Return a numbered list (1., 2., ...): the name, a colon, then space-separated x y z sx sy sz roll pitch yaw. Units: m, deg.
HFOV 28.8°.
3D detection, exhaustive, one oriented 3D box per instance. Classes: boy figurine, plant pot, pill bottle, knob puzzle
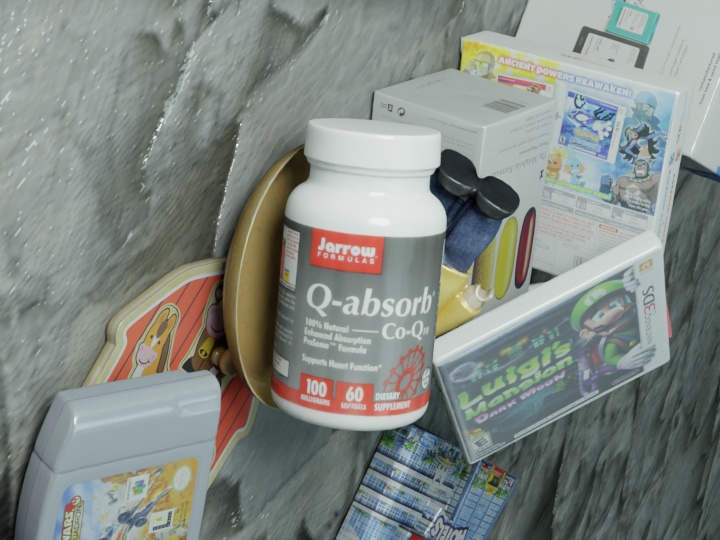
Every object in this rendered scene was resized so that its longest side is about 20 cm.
1. boy figurine: 0.035 0.004 1.066 0.201 0.124 0.065 -55 -177 25
2. plant pot: -0.049 0.002 1.040 0.200 0.027 0.203 -38 134 -54
3. pill bottle: 0.000 0.000 0.979 0.115 0.115 0.203 -11 110 -53
4. knob puzzle: -0.119 0.081 1.008 0.219 0.030 0.222 -32 132 -43

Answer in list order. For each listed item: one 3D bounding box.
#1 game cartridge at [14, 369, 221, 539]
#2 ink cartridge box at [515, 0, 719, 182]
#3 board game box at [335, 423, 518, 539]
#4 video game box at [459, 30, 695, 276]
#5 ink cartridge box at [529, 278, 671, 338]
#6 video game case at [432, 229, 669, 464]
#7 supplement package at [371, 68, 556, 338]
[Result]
1. game cartridge: -0.168 0.168 0.950 0.132 0.041 0.202 -11 122 -42
2. ink cartridge box: 0.254 -0.183 1.247 0.146 0.199 0.148 14 98 -57
3. board game box: 0.053 0.260 1.335 0.200 0.061 0.202 34 79 -57
4. video game box: 0.168 -0.090 1.176 0.047 0.198 0.184 -30 132 -49
5. ink cartridge box: 0.181 0.051 1.310 0.199 0.145 0.084 -9 86 -54
6. video game case: 0.157 0.067 1.130 0.198 0.023 0.182 -27 144 -3
7. supplement package: 0.076 -0.047 1.146 0.113 0.109 0.202 -24 127 -47
